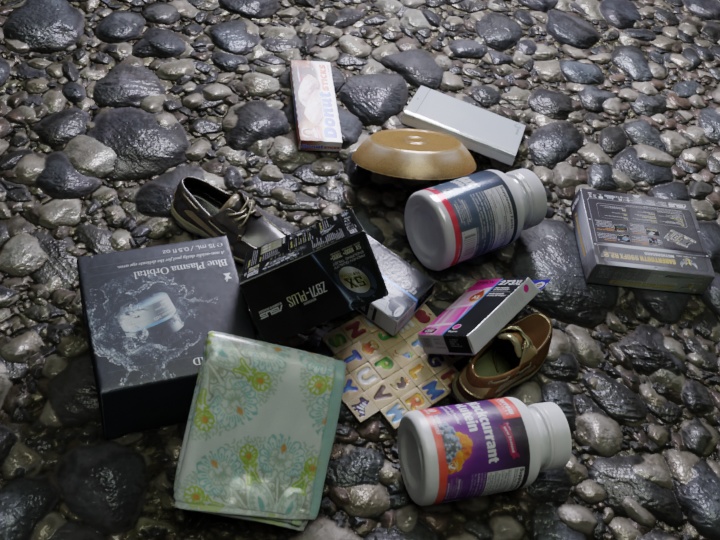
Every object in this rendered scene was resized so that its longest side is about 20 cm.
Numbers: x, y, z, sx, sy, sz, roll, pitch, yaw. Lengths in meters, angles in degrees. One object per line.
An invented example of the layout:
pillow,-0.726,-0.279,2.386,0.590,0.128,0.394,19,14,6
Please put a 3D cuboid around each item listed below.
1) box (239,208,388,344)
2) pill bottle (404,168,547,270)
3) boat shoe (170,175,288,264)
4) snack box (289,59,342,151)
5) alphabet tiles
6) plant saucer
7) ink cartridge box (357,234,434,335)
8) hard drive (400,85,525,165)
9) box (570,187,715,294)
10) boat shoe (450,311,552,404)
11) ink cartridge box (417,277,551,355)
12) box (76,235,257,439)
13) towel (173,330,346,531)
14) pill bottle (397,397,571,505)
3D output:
box,-0.061,0.003,1.118,0.161,0.087,0.200,-23,12,-1
pill bottle,0.176,-0.084,1.320,0.197,0.120,0.120,-19,58,-26
boat shoe,-0.185,-0.071,1.258,0.197,0.074,0.075,24,51,7
snack box,-0.076,-0.279,1.479,0.071,0.024,0.202,1,52,-13
alphabet tiles,0.046,0.122,1.200,0.198,0.006,0.167,-27,62,-29
plant saucer,0.085,-0.188,1.376,0.196,0.036,0.201,3,23,-1
ink cartridge box,0.000,0.000,1.262,0.199,0.040,0.099,34,53,18
hard drive,0.177,-0.248,1.491,0.197,0.027,0.132,23,35,5
box,0.443,-0.047,1.396,0.196,0.049,0.160,5,52,-8
boat shoe,0.203,0.115,1.194,0.075,0.074,0.199,39,50,18
ink cartridge box,0.175,0.052,1.227,0.199,0.094,0.038,-35,110,-37
box,-0.239,0.079,1.101,0.193,0.118,0.202,-9,56,-19
towel,-0.114,0.186,1.010,0.168,0.048,0.204,14,84,-19
pill bottle,0.153,0.216,1.081,0.196,0.112,0.113,-6,53,-17
